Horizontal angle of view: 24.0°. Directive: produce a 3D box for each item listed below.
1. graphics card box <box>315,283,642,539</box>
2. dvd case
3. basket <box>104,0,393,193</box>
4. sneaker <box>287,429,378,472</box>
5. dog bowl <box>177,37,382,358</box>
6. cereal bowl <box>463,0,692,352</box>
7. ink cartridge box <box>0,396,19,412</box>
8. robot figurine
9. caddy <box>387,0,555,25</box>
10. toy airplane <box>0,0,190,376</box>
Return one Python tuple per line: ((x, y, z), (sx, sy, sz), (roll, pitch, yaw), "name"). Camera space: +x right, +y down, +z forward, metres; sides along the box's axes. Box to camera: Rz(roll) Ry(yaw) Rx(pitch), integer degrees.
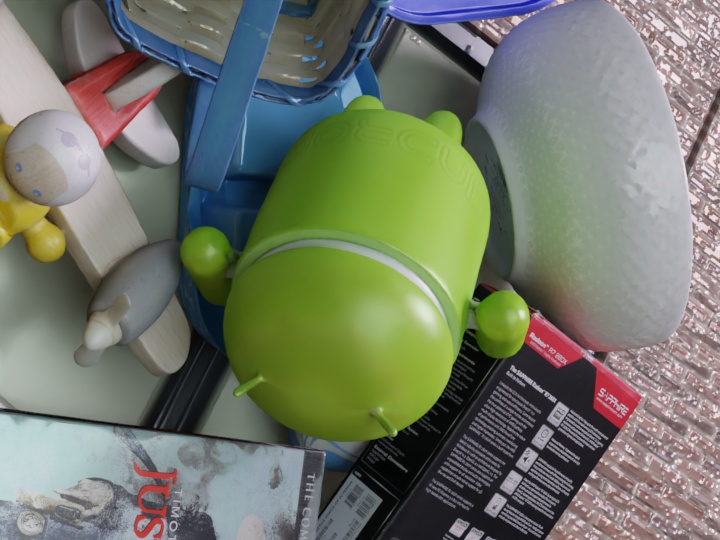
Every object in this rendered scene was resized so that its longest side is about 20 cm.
((0.057, 0.119, 0.933), (0.125, 0.051, 0.200), (35, 88, -45), "graphics card box")
((-0.116, 0.147, 0.821), (0.199, 0.022, 0.147), (11, 82, -29), "dvd case")
((-0.047, -0.151, 0.801), (0.139, 0.200, 0.177), (16, 118, -15), "basket")
((0.042, 0.083, 0.994), (0.199, 0.072, 0.072), (2, 61, -41), "sneaker")
((-0.049, -0.042, 0.942), (0.111, 0.050, 0.201), (3, 89, -30), "dog bowl")
((0.111, -0.048, 0.960), (0.083, 0.200, 0.201), (-11, 96, -9), "cereal bowl")
((-0.223, 0.154, 0.822), (0.146, 0.084, 0.200), (43, 71, -22), "ink cartridge box")
((0.000, 0.000, 0.846), (0.175, 0.116, 0.200), (13, 44, 5), "robot figurine")
((0.042, -0.217, 0.966), (0.199, 0.105, 0.142), (-10, 118, -31), "caddy")
((-0.155, -0.057, 0.828), (0.199, 0.141, 0.200), (14, 83, -29), "toy airplane")
